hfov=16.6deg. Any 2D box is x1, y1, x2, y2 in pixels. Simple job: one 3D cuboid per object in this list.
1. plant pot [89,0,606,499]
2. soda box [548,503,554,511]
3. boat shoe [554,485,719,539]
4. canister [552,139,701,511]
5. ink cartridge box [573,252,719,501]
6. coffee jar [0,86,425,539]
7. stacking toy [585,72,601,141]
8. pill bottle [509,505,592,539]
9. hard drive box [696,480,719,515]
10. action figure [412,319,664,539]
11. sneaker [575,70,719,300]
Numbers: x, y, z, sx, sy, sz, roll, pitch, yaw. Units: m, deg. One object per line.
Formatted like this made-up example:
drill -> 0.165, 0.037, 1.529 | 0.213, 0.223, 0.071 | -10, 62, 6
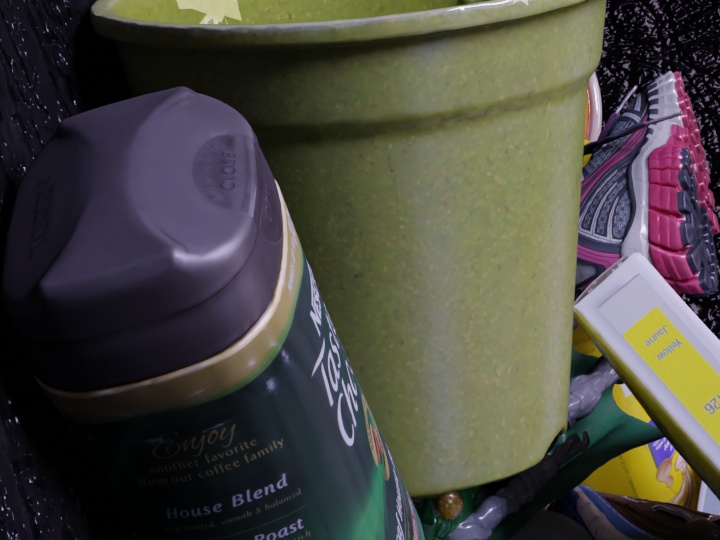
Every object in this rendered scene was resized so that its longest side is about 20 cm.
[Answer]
plant pot -> 0.007, -0.019, 0.933 | 0.200, 0.199, 0.186 | -69, 155, -74
soda box -> 0.071, 0.128, 1.339 | 0.064, 0.069, 0.201 | -91, 163, -52
boat shoe -> 0.142, 0.144, 1.147 | 0.200, 0.072, 0.073 | -144, -128, -76
canister -> 0.120, 0.049, 1.271 | 0.201, 0.086, 0.149 | 65, 17, -45
ink cartridge box -> 0.181, 0.103, 1.001 | 0.200, 0.047, 0.198 | 53, 2, 29
coffee jar -> -0.043, 0.045, 0.780 | 0.105, 0.085, 0.201 | -92, 164, -51
stacking toy -> 0.043, -0.097, 1.453 | 0.200, 0.145, 0.147 | 6, 69, -60
pill bottle -> 0.060, 0.174, 1.097 | 0.111, 0.110, 0.201 | 55, 22, -63
hard drive box -> 0.220, 0.169, 1.268 | 0.201, 0.076, 0.157 | -71, 154, -45
action figure -> 0.057, 0.069, 1.061 | 0.118, 0.055, 0.200 | 41, 42, 10
sneaker -> 0.122, -0.039, 1.135 | 0.200, 0.074, 0.081 | -57, 134, -72
